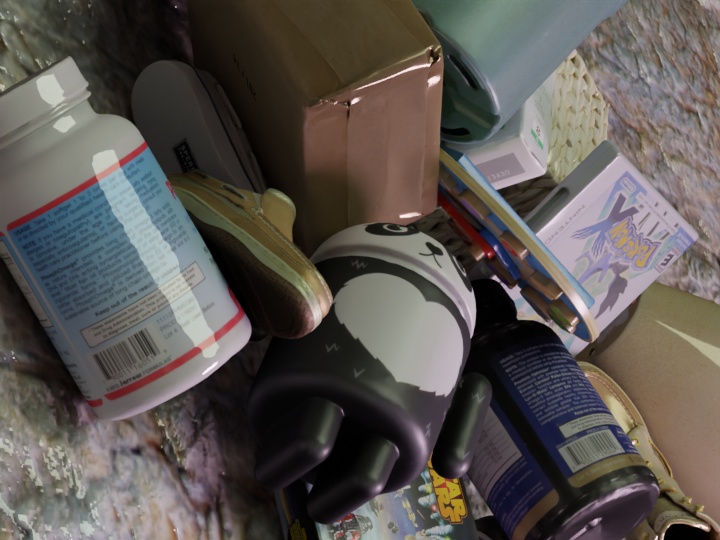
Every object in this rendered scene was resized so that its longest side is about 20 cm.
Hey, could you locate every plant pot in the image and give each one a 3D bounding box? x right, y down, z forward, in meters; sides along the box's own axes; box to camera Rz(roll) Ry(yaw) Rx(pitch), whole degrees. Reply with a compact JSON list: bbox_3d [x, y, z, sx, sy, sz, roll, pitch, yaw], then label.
[{"bbox_3d":[0.089,-0.209,1.706,0.200,0.200,0.196,50,66,-27],"label":"plant pot"},{"bbox_3d":[0.277,0.098,2.008,0.200,0.187,0.187,38,36,-18],"label":"plant pot"}]

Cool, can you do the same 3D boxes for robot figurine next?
[{"bbox_3d":[0.002,0.061,1.510,0.150,0.125,0.200,68,33,-42],"label":"robot figurine"}]

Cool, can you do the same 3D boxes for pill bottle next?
[{"bbox_3d":[-0.157,-0.020,1.404,0.200,0.109,0.109,61,28,-10],"label":"pill bottle"},{"bbox_3d":[0.117,0.108,1.700,0.112,0.112,0.200,13,39,-56],"label":"pill bottle"}]

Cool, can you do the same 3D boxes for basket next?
[{"bbox_3d":[0.116,-0.100,1.911,0.123,0.135,0.200,53,30,-29],"label":"basket"}]

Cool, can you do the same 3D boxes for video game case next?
[{"bbox_3d":[0.163,0.001,1.836,0.022,0.182,0.200,49,7,30],"label":"video game case"}]

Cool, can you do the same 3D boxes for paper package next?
[{"bbox_3d":[-0.033,-0.137,1.572,0.200,0.103,0.191,58,-17,30],"label":"paper package"}]

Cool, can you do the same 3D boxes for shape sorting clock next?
[{"bbox_3d":[0.093,-0.023,1.652,0.200,0.039,0.200,47,0,0],"label":"shape sorting clock"}]

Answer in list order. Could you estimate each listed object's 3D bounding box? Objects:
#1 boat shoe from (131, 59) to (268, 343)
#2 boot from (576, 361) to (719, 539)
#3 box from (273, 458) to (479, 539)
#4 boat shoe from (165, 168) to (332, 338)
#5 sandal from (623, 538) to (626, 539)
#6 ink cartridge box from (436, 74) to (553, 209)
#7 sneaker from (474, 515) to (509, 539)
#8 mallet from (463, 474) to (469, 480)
[{"bbox_3d":[-0.091,-0.047,1.584,0.066,0.072,0.200,-2,63,-57],"label":"boat shoe"},{"bbox_3d":[0.221,0.171,1.873,0.200,0.073,0.155,65,-5,-11],"label":"boot"},{"bbox_3d":[0.017,0.182,1.571,0.137,0.040,0.200,1,66,-40],"label":"box"},{"bbox_3d":[-0.070,-0.024,1.468,0.076,0.200,0.072,-31,129,-24],"label":"boat shoe"},{"bbox_3d":[0.145,0.157,1.830,0.207,0.059,0.079,64,-6,-25],"label":"sandal"},{"bbox_3d":[0.067,-0.128,1.815,0.050,0.161,0.200,53,30,-36],"label":"ink cartridge box"},{"bbox_3d":[0.127,0.260,1.712,0.200,0.066,0.090,60,31,-5],"label":"sneaker"},{"bbox_3d":[0.056,0.141,1.724,0.066,0.041,0.200,63,23,1],"label":"mallet"}]
